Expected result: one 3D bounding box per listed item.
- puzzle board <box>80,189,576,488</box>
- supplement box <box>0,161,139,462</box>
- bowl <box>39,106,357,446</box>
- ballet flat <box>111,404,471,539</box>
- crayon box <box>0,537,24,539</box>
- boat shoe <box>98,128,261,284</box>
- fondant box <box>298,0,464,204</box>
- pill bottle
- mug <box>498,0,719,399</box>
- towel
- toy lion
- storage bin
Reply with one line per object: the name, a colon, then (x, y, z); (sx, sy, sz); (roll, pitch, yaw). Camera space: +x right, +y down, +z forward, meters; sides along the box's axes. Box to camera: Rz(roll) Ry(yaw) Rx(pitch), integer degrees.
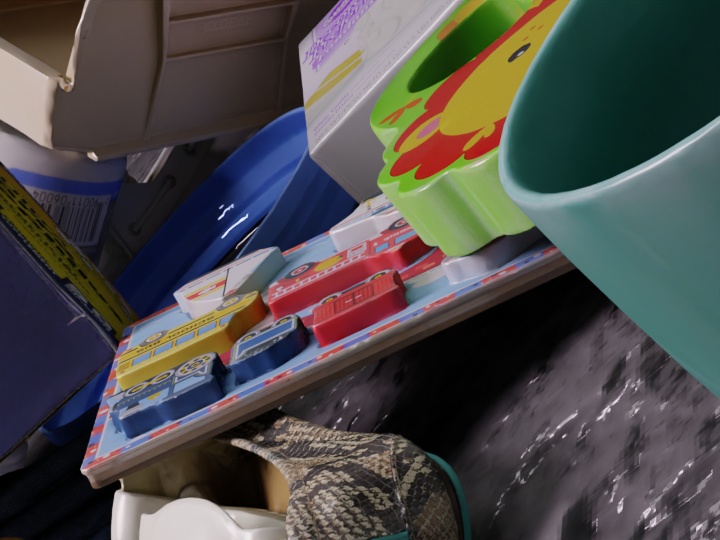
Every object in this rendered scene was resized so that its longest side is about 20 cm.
puzzle board: (0.000, 0.000, 0.745); (0.199, 0.017, 0.151); (-25, 16, 6)
supplement box: (-0.168, 0.022, 0.900); (0.109, 0.109, 0.200); (-42, 4, -2)
bowl: (-0.075, 0.010, 1.037); (0.201, 0.039, 0.201); (-44, 15, 15)
ballet flat: (-0.037, 0.076, 0.686); (0.075, 0.068, 0.200); (-9, 2, -23)
crayon box: (-0.175, 0.127, 0.751); (0.127, 0.199, 0.051); (-174, 85, -73)
boat shoe: (-0.124, -0.033, 1.186); (0.202, 0.086, 0.075); (-53, 15, -10)
fondant box: (0.041, -0.110, 0.970); (0.144, 0.058, 0.200); (-45, 14, 12)
pill bottle: (-0.199, 0.017, 1.118); (0.114, 0.113, 0.201); (-115, 42, -74)
mug: (0.118, -0.026, 0.432); (0.152, 0.114, 0.185); (-40, 18, 28)
towel: (-0.176, 0.127, 0.960); (0.111, 0.049, 0.200); (-32, 4, -33)
toy lion: (0.068, -0.074, 0.729); (0.192, 0.069, 0.200); (-49, 17, -29)
storage bin: (-0.133, -0.147, 1.137); (0.198, 0.200, 0.094); (-15, -56, -41)
